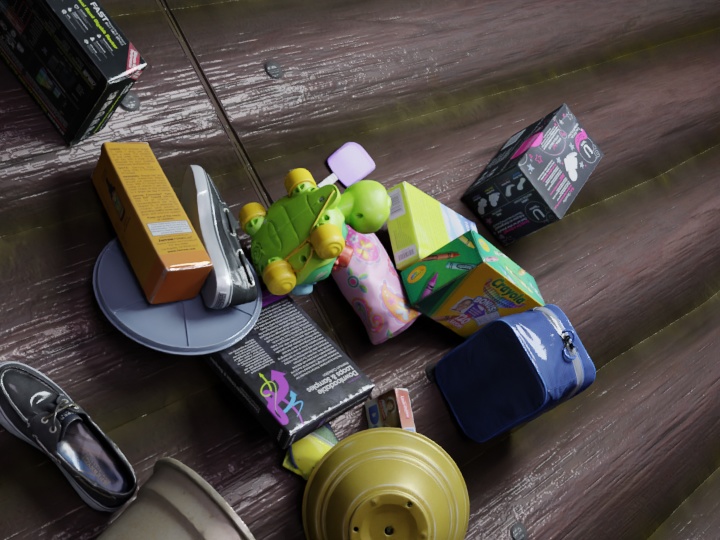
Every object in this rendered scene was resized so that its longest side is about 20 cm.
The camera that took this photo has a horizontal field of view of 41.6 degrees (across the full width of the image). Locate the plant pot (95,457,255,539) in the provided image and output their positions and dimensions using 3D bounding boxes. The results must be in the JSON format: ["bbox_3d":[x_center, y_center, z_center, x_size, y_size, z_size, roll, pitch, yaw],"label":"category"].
[{"bbox_3d":[-0.206,0.318,0.919,0.183,0.200,0.201,-37,92,-31],"label":"plant pot"}]

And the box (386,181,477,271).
[{"bbox_3d":[0.112,-0.039,1.370,0.200,0.048,0.122,23,48,-50],"label":"box"}]

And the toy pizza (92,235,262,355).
[{"bbox_3d":[-0.216,0.023,1.122,0.200,0.032,0.201,13,46,-13],"label":"toy pizza"}]

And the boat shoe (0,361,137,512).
[{"bbox_3d":[-0.307,0.169,0.984,0.200,0.066,0.070,52,49,-4],"label":"boat shoe"}]

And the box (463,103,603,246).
[{"bbox_3d":[0.282,-0.153,1.532,0.115,0.132,0.200,50,49,-10],"label":"box"}]

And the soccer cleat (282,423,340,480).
[{"bbox_3d":[-0.049,0.234,1.155,0.084,0.065,0.201,-32,91,-18],"label":"soccer cleat"}]

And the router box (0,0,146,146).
[{"bbox_3d":[-0.356,-0.269,1.109,0.200,0.150,0.062,53,49,-3],"label":"router box"}]

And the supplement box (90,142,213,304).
[{"bbox_3d":[-0.247,-0.060,1.107,0.069,0.067,0.200,-11,58,-40],"label":"supplement box"}]

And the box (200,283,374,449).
[{"bbox_3d":[-0.099,0.107,1.137,0.143,0.036,0.200,-24,57,-41],"label":"box"}]

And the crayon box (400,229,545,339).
[{"bbox_3d":[0.160,0.029,1.312,0.200,0.119,0.058,31,34,-49],"label":"crayon box"}]

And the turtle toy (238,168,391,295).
[{"bbox_3d":[-0.054,-0.049,1.190,0.101,0.200,0.146,43,16,-50],"label":"turtle toy"}]

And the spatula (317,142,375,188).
[{"bbox_3d":[-0.052,-0.121,1.344,0.057,0.021,0.200,52,49,-6],"label":"spatula"}]

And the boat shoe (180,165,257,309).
[{"bbox_3d":[-0.172,-0.040,1.135,0.056,0.069,0.200,0,56,-29],"label":"boat shoe"}]

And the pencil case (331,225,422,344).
[{"bbox_3d":[0.000,0.000,1.283,0.087,0.087,0.200,-32,89,-41],"label":"pencil case"}]

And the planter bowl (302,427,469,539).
[{"bbox_3d":[0.031,0.288,1.088,0.200,0.083,0.201,0,92,-1],"label":"planter bowl"}]

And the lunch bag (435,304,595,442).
[{"bbox_3d":[0.220,0.134,1.300,0.132,0.200,0.136,-13,71,-42],"label":"lunch bag"}]

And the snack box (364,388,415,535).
[{"bbox_3d":[0.049,0.255,1.199,0.024,0.072,0.201,4,66,-34],"label":"snack box"}]
